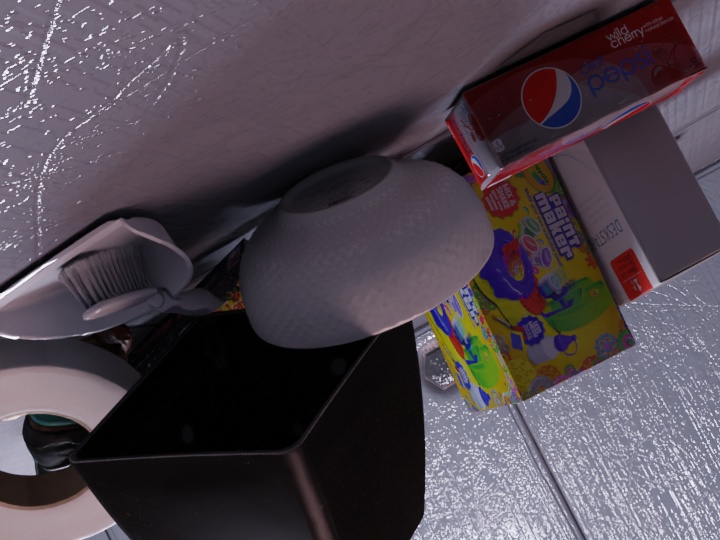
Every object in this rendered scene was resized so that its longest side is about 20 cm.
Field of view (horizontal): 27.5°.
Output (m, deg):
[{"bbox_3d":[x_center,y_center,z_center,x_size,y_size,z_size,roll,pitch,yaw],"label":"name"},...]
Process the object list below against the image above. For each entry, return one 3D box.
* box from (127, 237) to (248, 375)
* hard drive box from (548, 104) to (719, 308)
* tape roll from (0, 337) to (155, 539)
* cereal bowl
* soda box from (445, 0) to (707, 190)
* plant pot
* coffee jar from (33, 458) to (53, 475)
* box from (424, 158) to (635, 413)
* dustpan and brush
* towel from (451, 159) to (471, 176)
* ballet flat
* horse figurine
[{"bbox_3d":[-0.117,0.087,1.269,0.200,0.136,0.038,-44,-155,15],"label":"box"},{"bbox_3d":[0.222,-0.077,1.298,0.076,0.202,0.156,-26,172,-14],"label":"hard drive box"},{"bbox_3d":[-0.254,0.137,1.140,0.200,0.037,0.205,-7,131,-9],"label":"tape roll"},{"bbox_3d":[-0.004,-0.029,1.105,0.198,0.084,0.201,-18,-158,8],"label":"cereal bowl"},{"bbox_3d":[0.170,-0.141,1.169,0.198,0.071,0.063,-26,172,-16],"label":"soda box"},{"bbox_3d":[-0.056,0.150,1.089,0.198,0.179,0.200,-8,-154,31],"label":"plant pot"},{"bbox_3d":[-0.200,0.154,1.364,0.197,0.106,0.086,-3,-153,-5],"label":"coffee jar"},{"bbox_3d":[0.134,0.012,1.367,0.121,0.202,0.193,-24,176,-13],"label":"box"},{"bbox_3d":[-0.157,0.014,1.039,0.139,0.058,0.200,-31,173,22],"label":"dustpan and brush"},{"bbox_3d":[0.081,-0.073,1.518,0.199,0.023,0.143,-32,172,28],"label":"towel"},{"bbox_3d":[-0.179,0.129,1.219,0.197,0.069,0.068,-5,-150,-10],"label":"ballet flat"},{"bbox_3d":[-0.255,0.086,1.235,0.199,0.050,0.132,-30,168,32],"label":"horse figurine"}]
